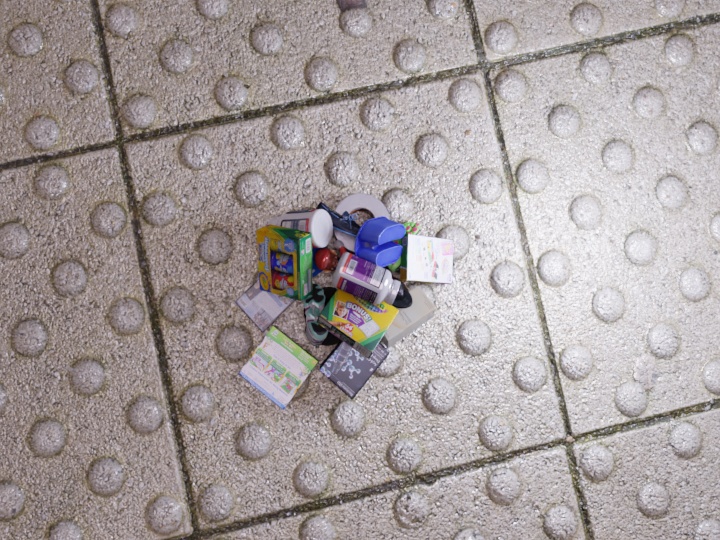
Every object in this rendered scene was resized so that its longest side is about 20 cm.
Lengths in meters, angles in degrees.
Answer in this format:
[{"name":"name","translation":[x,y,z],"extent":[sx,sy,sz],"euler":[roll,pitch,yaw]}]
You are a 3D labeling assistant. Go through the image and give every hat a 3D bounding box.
[{"name":"hat","translation":[-0.092,0.149,1.721],"extent":[0.197,0.080,0.205],"euler":[3,95,32]}]

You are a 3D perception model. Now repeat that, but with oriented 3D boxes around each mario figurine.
[{"name":"mario figurine","translation":[-0.057,-0.018,1.704],"extent":[0.197,0.107,0.125],"euler":[21,51,5]}]

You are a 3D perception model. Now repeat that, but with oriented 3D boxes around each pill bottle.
[{"name":"pill bottle","translation":[-0.198,-0.132,1.659],"extent":[0.197,0.119,0.122],"euler":[1,85,32]},{"name":"pill bottle","translation":[0.018,0.031,1.568],"extent":[0.197,0.112,0.114],"euler":[24,85,0]}]

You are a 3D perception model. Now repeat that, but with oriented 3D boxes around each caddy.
[{"name":"caddy","translation":[0.057,-0.094,1.644],"extent":[0.104,0.199,0.144],"euler":[18,112,32]}]

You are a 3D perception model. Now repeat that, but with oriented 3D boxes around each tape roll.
[{"name":"tape roll","translation":[0.001,-0.158,1.765],"extent":[0.196,0.066,0.205],"euler":[0,85,-2]}]

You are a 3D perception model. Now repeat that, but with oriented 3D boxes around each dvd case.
[{"name":"dvd case","translation":[-0.310,0.090,1.759],"extent":[0.200,0.018,0.143],"euler":[-44,89,-5]}]

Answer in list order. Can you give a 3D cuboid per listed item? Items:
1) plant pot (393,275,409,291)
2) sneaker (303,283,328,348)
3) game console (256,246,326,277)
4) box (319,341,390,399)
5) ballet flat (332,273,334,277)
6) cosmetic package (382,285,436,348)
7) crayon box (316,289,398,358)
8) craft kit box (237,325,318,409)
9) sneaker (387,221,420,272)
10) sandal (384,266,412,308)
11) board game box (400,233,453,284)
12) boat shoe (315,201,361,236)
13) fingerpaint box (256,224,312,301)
[{"name":"plant pot","translation":[0.078,0.114,1.769],"extent":[0.195,0.027,0.205],"euler":[0,86,-3]},{"name":"sneaker","translation":[-0.155,0.155,1.673],"extent":[0.076,0.141,0.203],"euler":[1,55,-14]},{"name":"game console","translation":[-0.224,-0.054,1.763],"extent":[0.199,0.118,0.172],"euler":[-36,118,-10]},{"name":"box","translation":[-0.021,0.296,1.712],"extent":[0.148,0.107,0.201],"euler":[40,86,0]},{"name":"ballet flat","translation":[0.000,0.000,1.750],"extent":[0.197,0.067,0.064],"euler":[-29,69,3]},{"name":"cosmetic package","translation":[0.140,0.152,1.693],"extent":[0.198,0.074,0.104],"euler":[-32,65,-16]},{"name":"crayon box","translation":[-0.007,0.142,1.595],"extent":[0.198,0.059,0.173],"euler":[33,59,6]},{"name":"craft kit box","translation":[-0.275,0.324,1.732],"extent":[0.199,0.049,0.199],"euler":[38,88,1]},{"name":"sneaker","translation":[0.146,-0.082,1.768],"extent":[0.076,0.084,0.202],"euler":[21,68,27]},{"name":"sandal","translation":[0.099,0.049,1.695],"extent":[0.074,0.048,0.201],"euler":[-29,52,-14]},{"name":"board game box","translation":[0.225,-0.036,1.734],"extent":[0.197,0.040,0.157],"euler":[5,85,-31]},{"name":"boat shoe","translation":[-0.058,-0.165,1.688],"extent":[0.197,0.084,0.070],"euler":[23,97,-3]},{"name":"fingerpaint box","translation":[-0.236,-0.025,1.600],"extent":[0.164,0.073,0.204],"euler":[13,114,25]}]
